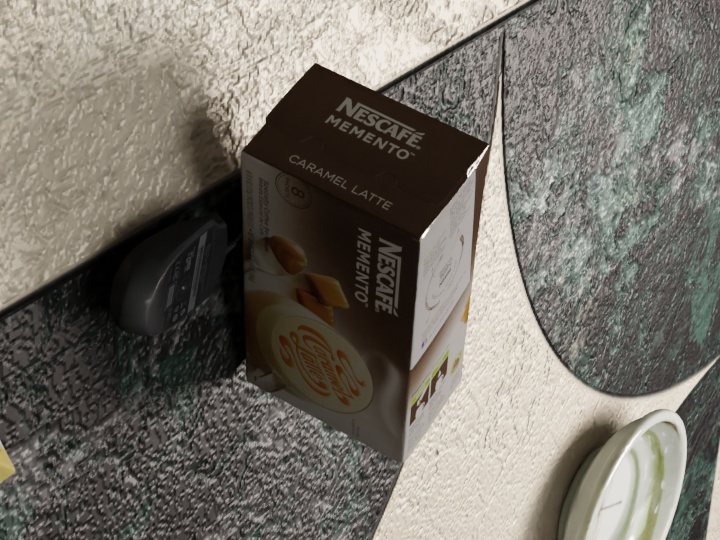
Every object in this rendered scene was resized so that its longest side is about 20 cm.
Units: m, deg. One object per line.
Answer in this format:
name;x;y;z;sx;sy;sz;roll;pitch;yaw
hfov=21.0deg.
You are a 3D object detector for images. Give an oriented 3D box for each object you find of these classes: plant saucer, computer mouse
plant saucer;0.217;0.209;1.684;0.200;0.050;0.201;-37;138;-43
computer mouse;-0.079;-0.022;1.067;0.200;0.034;0.059;-39;148;-53

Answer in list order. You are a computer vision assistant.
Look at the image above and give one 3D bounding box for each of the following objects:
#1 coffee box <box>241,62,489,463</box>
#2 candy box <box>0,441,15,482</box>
coffee box;0.000;0.000;1.080;0.080;0.114;0.201;-51;159;-34
candy box;-0.228;0.071;0.750;0.116;0.057;0.200;-34;161;2
